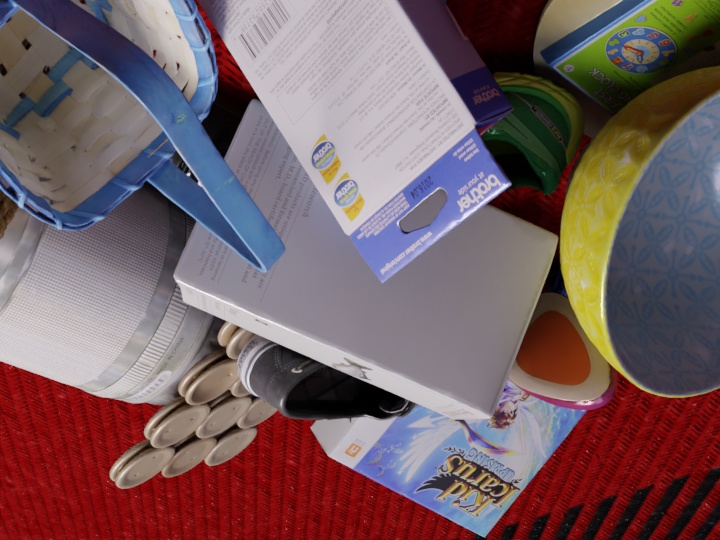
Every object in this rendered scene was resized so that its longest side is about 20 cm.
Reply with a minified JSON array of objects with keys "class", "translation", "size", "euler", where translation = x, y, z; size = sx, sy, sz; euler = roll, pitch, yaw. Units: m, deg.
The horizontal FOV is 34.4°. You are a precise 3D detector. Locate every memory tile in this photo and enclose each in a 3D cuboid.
[{"class":"memory tile","translation":[-0.091,0.088,0.863],"size":[0.200,0.017,0.153],"euler":[-48,158,26]}]

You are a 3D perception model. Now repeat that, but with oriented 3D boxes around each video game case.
[{"class":"video game case","translation":[0.088,0.108,0.950],"size":[0.199,0.045,0.182],"euler":[33,100,-35]}]

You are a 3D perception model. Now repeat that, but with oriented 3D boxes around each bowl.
[{"class":"bowl","translation":[0.188,-0.036,0.705],"size":[0.198,0.108,0.202],"euler":[-14,118,-28]}]

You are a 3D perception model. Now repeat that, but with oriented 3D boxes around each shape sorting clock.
[{"class":"shape sorting clock","translation":[0.205,-0.132,0.712],"size":[0.198,0.040,0.201],"euler":[6,146,4]}]

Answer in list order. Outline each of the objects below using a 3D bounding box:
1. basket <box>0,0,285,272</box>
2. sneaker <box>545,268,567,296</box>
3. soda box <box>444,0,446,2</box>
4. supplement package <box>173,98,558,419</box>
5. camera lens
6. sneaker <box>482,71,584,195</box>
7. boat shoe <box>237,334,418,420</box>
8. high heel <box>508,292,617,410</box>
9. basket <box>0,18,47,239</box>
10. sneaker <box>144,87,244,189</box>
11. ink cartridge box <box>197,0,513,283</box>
[{"class":"basket","translation":[-0.131,-0.089,0.592],"size":[0.199,0.139,0.177],"euler":[32,164,29]},{"class":"sneaker","translation":[0.181,0.012,0.870],"size":[0.114,0.081,0.200],"euler":[-13,141,19]},{"class":"soda box","translation":[0.012,-0.169,0.650],"size":[0.064,0.068,0.200],"euler":[48,140,11]},{"class":"supplement package","translation":[0.000,0.000,0.712],"size":[0.198,0.118,0.117],"euler":[23,170,-3]},{"class":"camera lens","translation":[-0.201,-0.002,0.828],"size":[0.199,0.161,0.159],"euler":[27,139,-35]},{"class":"sneaker","translation":[0.042,-0.082,0.753],"size":[0.198,0.084,0.074],"euler":[1,147,25]},{"class":"boat shoe","translation":[0.011,0.075,0.815],"size":[0.198,0.066,0.071],"euler":[8,113,-39]},{"class":"high heel","translation":[0.130,0.058,0.793],"size":[0.067,0.200,0.096],"euler":[-47,120,2]},{"class":"basket","translation":[-0.284,-0.100,0.690],"size":[0.147,0.202,0.143],"euler":[-6,143,11]},{"class":"sneaker","translation":[-0.082,-0.062,0.796],"size":[0.198,0.082,0.074],"euler":[19,119,-22]},{"class":"ink cartridge box","translation":[-0.001,-0.106,0.611],"size":[0.042,0.201,0.119],"euler":[-24,170,-43]}]
